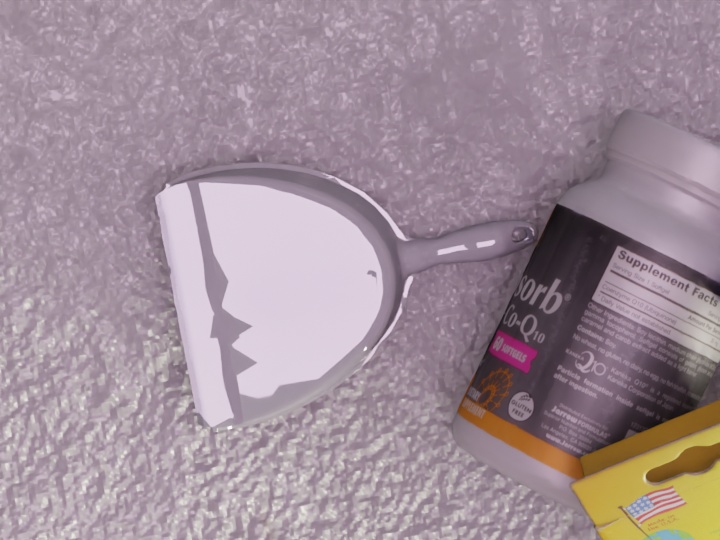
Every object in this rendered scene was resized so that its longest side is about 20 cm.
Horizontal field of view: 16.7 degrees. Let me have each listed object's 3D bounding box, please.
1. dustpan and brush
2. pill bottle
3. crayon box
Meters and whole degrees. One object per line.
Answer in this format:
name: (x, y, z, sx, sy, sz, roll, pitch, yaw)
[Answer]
dustpan and brush: (0.000, 0.000, 1.318, 0.198, 0.057, 0.141, -10, 98, 1)
pill bottle: (0.138, 0.024, 1.300, 0.116, 0.116, 0.201, 25, 91, -8)
crayon box: (0.196, 0.127, 1.238, 0.126, 0.051, 0.200, -23, 132, 14)
